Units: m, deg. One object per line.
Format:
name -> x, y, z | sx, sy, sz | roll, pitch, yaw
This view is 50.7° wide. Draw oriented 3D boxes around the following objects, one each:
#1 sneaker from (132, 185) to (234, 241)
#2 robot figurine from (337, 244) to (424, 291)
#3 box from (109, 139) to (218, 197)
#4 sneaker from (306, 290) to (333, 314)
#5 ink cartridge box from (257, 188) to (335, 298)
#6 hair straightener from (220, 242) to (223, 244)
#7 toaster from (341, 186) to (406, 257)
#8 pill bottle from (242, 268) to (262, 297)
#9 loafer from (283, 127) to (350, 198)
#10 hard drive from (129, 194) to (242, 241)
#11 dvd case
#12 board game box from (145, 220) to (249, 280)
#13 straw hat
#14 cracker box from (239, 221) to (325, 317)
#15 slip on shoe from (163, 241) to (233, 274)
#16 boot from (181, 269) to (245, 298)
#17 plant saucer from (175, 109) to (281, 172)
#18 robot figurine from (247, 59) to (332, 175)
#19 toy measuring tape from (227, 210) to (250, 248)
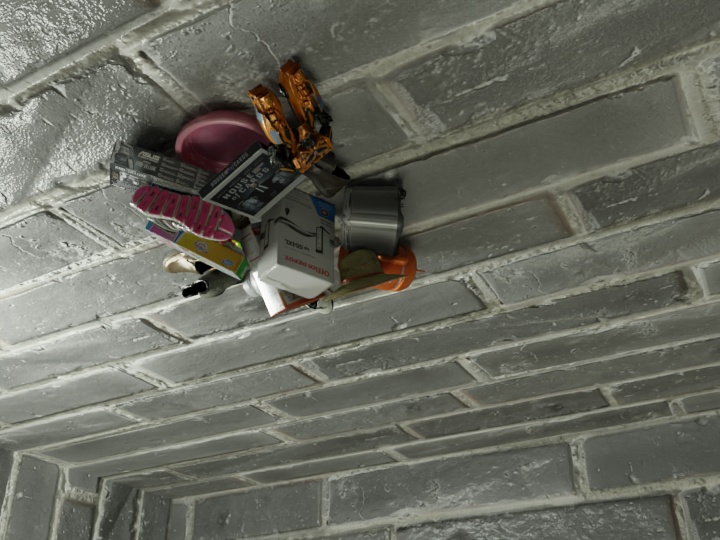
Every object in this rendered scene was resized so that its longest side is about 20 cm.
sneaker -> -0.337, -0.105, 1.469 | 0.199, 0.074, 0.087 | 18, 167, -2
robot figurine -> 0.047, -0.014, 1.788 | 0.199, 0.117, 0.144 | 13, 127, -21
box -> -0.384, -0.177, 1.477 | 0.199, 0.050, 0.158 | 17, 166, -14
sneaker -> -0.120, 0.075, 1.974 | 0.073, 0.080, 0.200 | -10, 150, 13
ink cartridge box -> -0.133, -0.060, 1.613 | 0.146, 0.201, 0.084 | 20, 144, -33
hair straightener -> -0.354, -0.115, 1.662 | 0.077, 0.041, 0.200 | 4, 158, 6
toaster -> 0.026, -0.109, 1.621 | 0.128, 0.114, 0.200 | 3, 155, -1
pill bottle -> -0.186, 0.003, 1.812 | 0.199, 0.111, 0.111 | -20, 145, 29
loafer -> -0.085, -0.220, 1.482 | 0.071, 0.073, 0.200 | -26, 146, 17
hard drive -> -0.360, -0.108, 1.579 | 0.199, 0.026, 0.132 | 14, 172, 15
dvd case -> -0.199, -0.168, 1.449 | 0.150, 0.025, 0.200 | -39, 162, 13
board game box -> -0.339, -0.048, 1.595 | 0.199, 0.040, 0.153 | 26, 172, 1
straw hat -> 0.000, 0.000, 1.631 | 0.200, 0.085, 0.201 | -16, 178, 0
cracker box -> -0.173, -0.012, 1.660 | 0.058, 0.201, 0.134 | -27, 174, 39
slip on shoe -> -0.391, -0.019, 1.816 | 0.199, 0.061, 0.076 | -14, 148, 21
boot -> -0.380, 0.035, 1.833 | 0.130, 0.068, 0.200 | -20, 179, -42
plant saucer -> -0.250, -0.238, 1.451 | 0.199, 0.051, 0.201 | -1, 149, -1
robot figurine -> -0.115, -0.258, 1.340 | 0.145, 0.058, 0.200 | -41, 136, -14
toy measuring tape -> -0.281, -0.119, 1.644 | 0.073, 0.074, 0.200 | -2, 145, 2
